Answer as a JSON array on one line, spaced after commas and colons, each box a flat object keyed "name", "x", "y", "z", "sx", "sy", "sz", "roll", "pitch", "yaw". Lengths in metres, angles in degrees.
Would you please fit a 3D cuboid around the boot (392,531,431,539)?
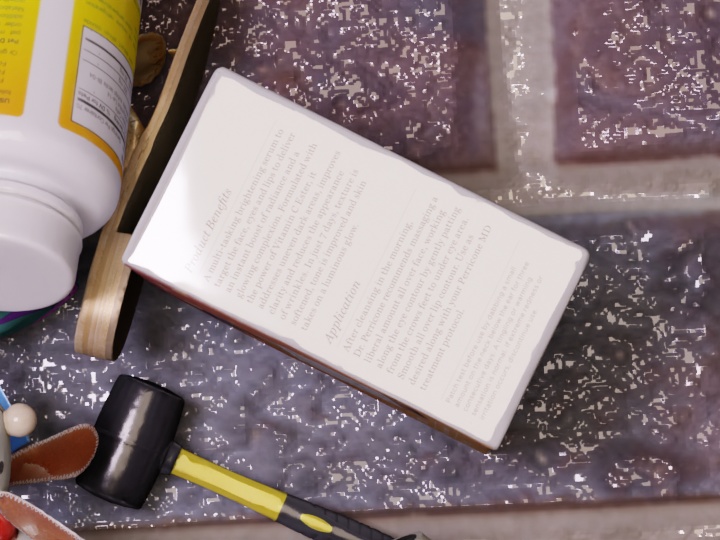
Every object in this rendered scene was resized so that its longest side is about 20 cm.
[{"name": "boot", "x": -0.009, "y": 0.234, "z": 1.268, "sx": 0.200, "sy": 0.072, "sz": 0.145, "roll": -38, "pitch": 85, "yaw": 13}]

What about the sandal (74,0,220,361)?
[{"name": "sandal", "x": -0.130, "y": -0.062, "z": 1.285, "sx": 0.069, "sy": 0.078, "sz": 0.213, "roll": 13, "pitch": 69, "yaw": 3}]

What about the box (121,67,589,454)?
[{"name": "box", "x": 0.000, "y": 0.000, "z": 1.255, "sx": 0.199, "sy": 0.152, "sz": 0.107, "roll": 26, "pitch": 87, "yaw": 5}]

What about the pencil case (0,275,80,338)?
[{"name": "pencil case", "x": -0.216, "y": -0.062, "z": 1.298, "sx": 0.092, "sy": 0.085, "sz": 0.201, "roll": -20, "pitch": 85, "yaw": -33}]

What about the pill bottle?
[{"name": "pill bottle", "x": -0.164, "y": -0.087, "z": 1.219, "sx": 0.109, "sy": 0.109, "sz": 0.201, "roll": 3, "pitch": 62, "yaw": 2}]

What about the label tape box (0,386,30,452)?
[{"name": "label tape box", "x": -0.284, "y": 0.075, "z": 1.263, "sx": 0.200, "sy": 0.063, "sz": 0.145, "roll": -32, "pitch": 84, "yaw": 24}]

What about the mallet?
[{"name": "mallet", "x": -0.052, "y": 0.128, "z": 1.305, "sx": 0.199, "sy": 0.041, "sz": 0.066, "roll": 31, "pitch": 86, "yaw": 0}]

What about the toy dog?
[{"name": "toy dog", "x": -0.134, "y": 0.140, "z": 1.227, "sx": 0.096, "sy": 0.200, "sz": 0.132, "roll": -19, "pitch": 52, "yaw": 4}]
